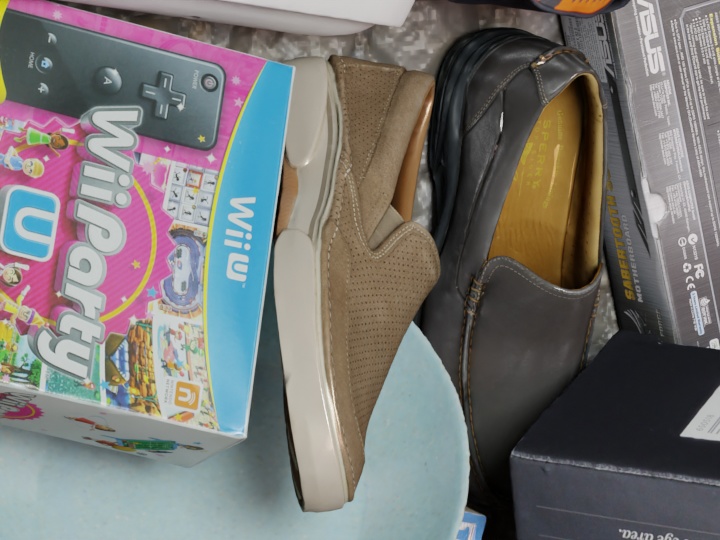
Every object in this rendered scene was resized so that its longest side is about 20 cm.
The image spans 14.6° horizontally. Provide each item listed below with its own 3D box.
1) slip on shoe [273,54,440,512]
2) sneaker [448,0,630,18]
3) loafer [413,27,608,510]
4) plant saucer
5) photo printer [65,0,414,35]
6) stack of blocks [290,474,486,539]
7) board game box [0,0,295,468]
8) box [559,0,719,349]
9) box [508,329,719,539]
[{"bbox_3d":[0.000,0.000,1.052,0.060,0.200,0.076,-1,138,1],"label":"slip on shoe"},{"bbox_3d":[0.056,-0.161,1.034,0.200,0.078,0.112,38,75,-38],"label":"sneaker"},{"bbox_3d":[0.065,0.004,1.138,0.073,0.072,0.200,-7,102,-25],"label":"loafer"},{"bbox_3d":[-0.059,0.077,1.061,0.201,0.201,0.039,-27,152,-19],"label":"plant saucer"},{"bbox_3d":[-0.043,-0.174,1.040,0.200,0.069,0.167,3,97,-43],"label":"photo printer"},{"bbox_3d":[-0.035,0.178,1.125,0.115,0.059,0.200,14,92,-26],"label":"stack of blocks"},{"bbox_3d":[-0.133,-0.024,1.005,0.200,0.064,0.148,14,70,-20],"label":"board game box"},{"bbox_3d":[0.176,-0.050,1.196,0.158,0.048,0.200,-19,105,-23],"label":"box"},{"bbox_3d":[0.176,0.146,1.114,0.117,0.196,0.200,-41,130,-52],"label":"box"}]
